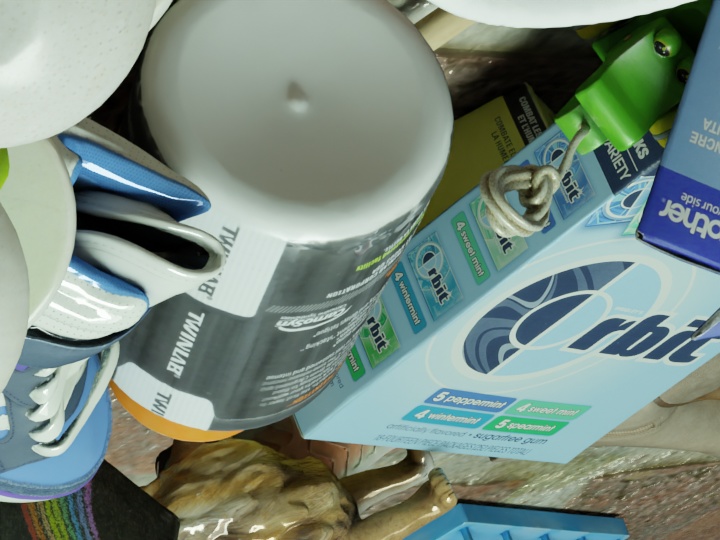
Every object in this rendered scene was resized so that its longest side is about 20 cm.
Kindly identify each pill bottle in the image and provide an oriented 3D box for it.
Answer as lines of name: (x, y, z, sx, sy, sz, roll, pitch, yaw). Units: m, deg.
pill bottle: (-0.041, -0.011, 0.945, 0.106, 0.106, 0.200, -14, 157, -21)

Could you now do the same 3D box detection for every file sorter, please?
file sorter: (0.078, 0.228, 1.611, 0.139, 0.123, 0.200, -33, 157, 26)

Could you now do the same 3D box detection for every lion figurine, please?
lion figurine: (-0.008, 0.138, 1.127, 0.122, 0.073, 0.200, -28, 122, -3)

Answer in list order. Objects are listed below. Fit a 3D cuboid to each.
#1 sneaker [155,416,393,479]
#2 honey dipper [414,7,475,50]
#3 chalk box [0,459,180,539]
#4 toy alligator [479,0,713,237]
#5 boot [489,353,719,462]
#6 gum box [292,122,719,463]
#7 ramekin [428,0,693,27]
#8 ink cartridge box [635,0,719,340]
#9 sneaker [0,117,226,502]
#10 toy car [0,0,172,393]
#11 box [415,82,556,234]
sneaker: (-0.005, 0.050, 1.196, 0.200, 0.072, 0.080, -29, -159, -21)
honey dipper: (0.055, -0.101, 0.925, 0.200, 0.038, 0.038, -33, 156, 30)
chalk box: (-0.182, 0.102, 0.984, 0.124, 0.125, 0.200, -38, 114, 24)
toy alligator: (0.103, -0.074, 0.908, 0.054, 0.059, 0.200, -30, -167, 41)
boot: (0.132, 0.067, 1.375, 0.146, 0.070, 0.200, -15, 157, -3)
gum box: (0.092, 0.005, 1.058, 0.200, 0.045, 0.170, -39, 150, 31)
ramekin: (0.085, -0.160, 0.729, 0.200, 0.098, 0.201, -19, 158, -8)
ink cartridge box: (0.169, -0.064, 0.902, 0.136, 0.076, 0.201, -5, 114, -59)
sneaker: (-0.096, 0.017, 0.865, 0.146, 0.081, 0.200, 4, 146, 33)
toy car: (-0.134, -0.055, 0.681, 0.175, 0.150, 0.200, -89, -158, -77)
box: (0.000, 0.000, 1.089, 0.200, 0.050, 0.075, -27, 158, 12)
